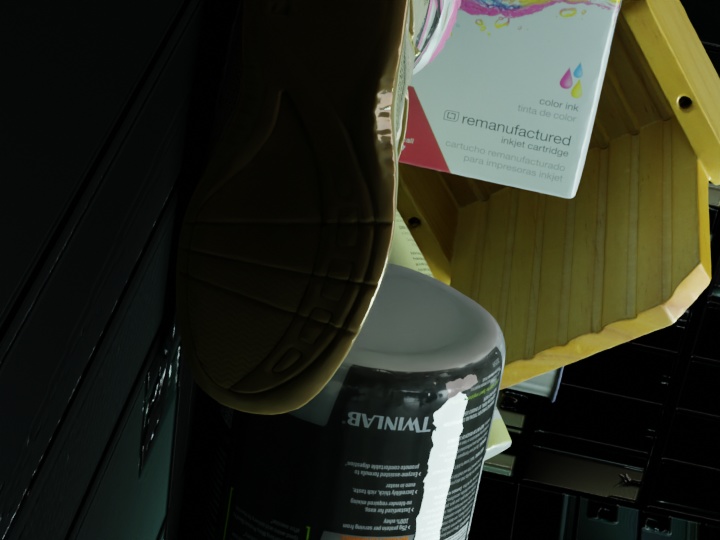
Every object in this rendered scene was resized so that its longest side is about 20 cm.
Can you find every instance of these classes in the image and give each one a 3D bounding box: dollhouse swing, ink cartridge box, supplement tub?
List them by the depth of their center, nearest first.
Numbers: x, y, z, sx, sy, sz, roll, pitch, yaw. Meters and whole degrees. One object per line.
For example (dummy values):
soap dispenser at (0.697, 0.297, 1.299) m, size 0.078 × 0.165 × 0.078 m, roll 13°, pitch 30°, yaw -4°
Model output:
supplement tub at (-0.010, 0.106, 0.830) m, size 0.123 × 0.122 × 0.201 m, roll -69°, pitch 171°, yaw -67°
ink cartridge box at (0.062, -0.154, 0.944) m, size 0.083 × 0.145 × 0.201 m, roll -69°, pitch 170°, yaw -55°
dollhouse swing at (0.095, -0.062, 1.060) m, size 0.182 × 0.199 × 0.176 m, roll 59°, pitch 28°, yaw -16°

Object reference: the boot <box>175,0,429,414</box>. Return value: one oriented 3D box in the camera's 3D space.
boot at (-0.014, -0.060, 0.681) m, size 0.155 × 0.072 × 0.201 m, roll -74°, pitch 174°, yaw -74°

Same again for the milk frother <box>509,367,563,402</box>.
milk frother at (0.080, 0.083, 1.600) m, size 0.180 × 0.187 × 0.201 m, roll -30°, pitch 132°, yaw -84°

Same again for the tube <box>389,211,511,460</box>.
tube at (0.012, 0.005, 0.910) m, size 0.058 × 0.052 × 0.201 m, roll -33°, pitch -105°, yaw 44°

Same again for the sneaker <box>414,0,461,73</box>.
sneaker at (0.012, -0.144, 0.780) m, size 0.201 × 0.080 × 0.086 m, roll 90°, pitch 21°, yaw -43°
